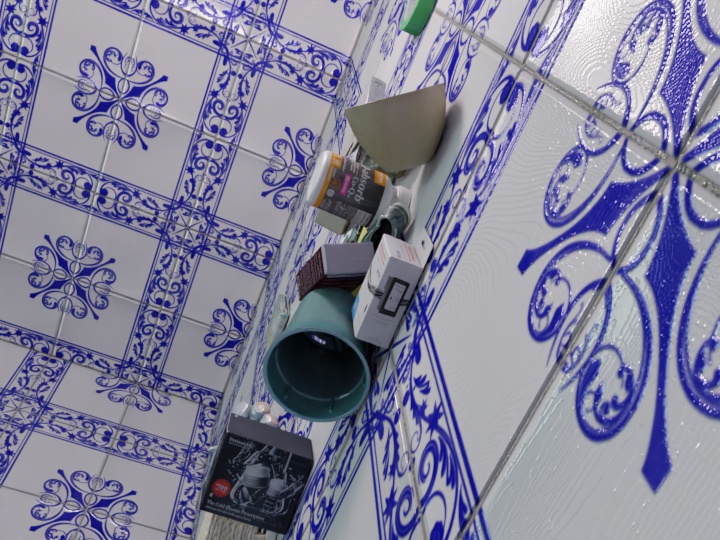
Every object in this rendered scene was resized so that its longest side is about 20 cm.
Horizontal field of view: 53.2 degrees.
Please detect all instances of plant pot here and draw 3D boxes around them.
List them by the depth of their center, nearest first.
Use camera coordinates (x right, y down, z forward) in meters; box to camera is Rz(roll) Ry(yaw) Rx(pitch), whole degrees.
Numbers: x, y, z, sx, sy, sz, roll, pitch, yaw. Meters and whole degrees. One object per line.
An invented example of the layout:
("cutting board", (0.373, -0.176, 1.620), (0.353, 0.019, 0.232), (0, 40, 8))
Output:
("plant pot", (-0.067, 0.144, 1.362), (0.197, 0.196, 0.203), (-75, 10, -62))
("plant pot", (0.079, -0.266, 1.373), (0.200, 0.195, 0.138), (-133, 28, -77))

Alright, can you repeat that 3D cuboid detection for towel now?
("towel", (-0.309, 0.197, 2.684), (0.201, 0.047, 0.175), (-103, 31, -68))

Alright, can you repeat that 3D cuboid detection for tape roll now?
("tape roll", (0.169, -0.745, 1.957), (0.200, 0.047, 0.205), (-160, 89, -79))

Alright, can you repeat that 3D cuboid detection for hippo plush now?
("hippo plush", (-0.308, 0.499, 2.079), (0.163, 0.156, 0.202), (80, -151, -44))

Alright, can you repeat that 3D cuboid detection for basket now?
("basket", (-0.281, 0.574, 1.700), (0.200, 0.157, 0.203), (140, 147, -70))

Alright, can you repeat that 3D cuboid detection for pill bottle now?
("pill bottle", (-0.004, -0.156, 1.465), (0.116, 0.196, 0.119), (-161, 91, -78))

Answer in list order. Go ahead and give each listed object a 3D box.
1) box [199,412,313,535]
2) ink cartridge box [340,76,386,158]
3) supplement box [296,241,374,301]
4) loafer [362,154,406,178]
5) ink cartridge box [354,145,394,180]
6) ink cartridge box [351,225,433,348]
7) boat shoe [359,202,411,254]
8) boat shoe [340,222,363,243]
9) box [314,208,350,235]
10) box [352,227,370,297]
("box", (-0.223, 0.436, 1.548), (0.104, 0.196, 0.186), (-124, 54, -77))
("ink cartridge box", (0.001, -0.327, 1.686), (0.161, 0.049, 0.204), (127, 156, -51))
("supplement box", (-0.052, 0.005, 1.439), (0.200, 0.106, 0.062), (138, 126, -62))
("loafer", (0.079, -0.244, 1.550), (0.198, 0.069, 0.077), (-12, 61, 57))
("ink cartridge box", (0.044, -0.284, 1.721), (0.202, 0.082, 0.147), (-86, 20, -53))
("ink cartridge box", (0.052, 0.017, 1.262), (0.116, 0.066, 0.204), (-103, 34, -68))
("boat shoe", (0.030, -0.051, 1.423), (0.062, 0.073, 0.201), (-36, -14, -48))
("boat shoe", (0.012, -0.103, 1.648), (0.203, 0.065, 0.070), (-64, -22, 9))
("box", (-0.037, -0.147, 1.730), (0.070, 0.081, 0.200), (-66, -11, 20))
("box", (0.000, 0.000, 1.569), (0.075, 0.049, 0.204), (-115, 45, -73))
